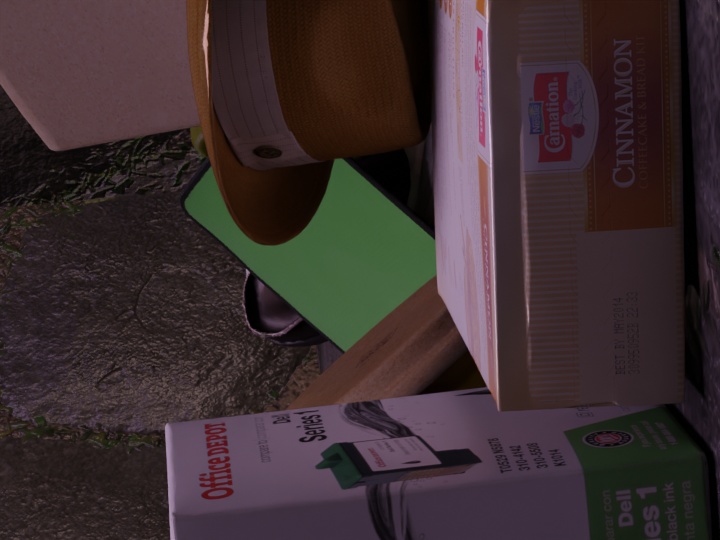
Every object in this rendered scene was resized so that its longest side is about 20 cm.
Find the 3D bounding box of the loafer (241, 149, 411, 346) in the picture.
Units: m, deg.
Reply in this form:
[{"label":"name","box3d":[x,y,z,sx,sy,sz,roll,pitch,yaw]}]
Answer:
[{"label":"loafer","box3d":[-0.023,-0.019,1.506,0.200,0.071,0.073,-45,50,51]}]

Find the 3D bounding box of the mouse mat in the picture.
[{"label":"mouse mat","box3d":[0.000,0.000,1.420,0.008,0.200,0.161,-51,3,-30]}]

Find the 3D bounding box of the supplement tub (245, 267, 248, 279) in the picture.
[{"label":"supplement tub","box3d":[-0.008,-0.079,1.708,0.145,0.145,0.200,97,167,-73]}]

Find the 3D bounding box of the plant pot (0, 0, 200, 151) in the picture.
[{"label":"plant pot","box3d":[-0.092,-0.168,1.319,0.200,0.200,0.177,-48,-55,-63]}]

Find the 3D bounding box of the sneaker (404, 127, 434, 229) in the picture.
[{"label":"sneaker","box3d":[0.056,-0.014,1.401,0.079,0.074,0.200,-109,13,-50]}]

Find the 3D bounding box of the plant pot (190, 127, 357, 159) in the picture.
[{"label":"plant pot","box3d":[-0.033,-0.161,1.481,0.200,0.200,0.193,101,167,-76]}]

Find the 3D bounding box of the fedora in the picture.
[{"label":"fedora","box3d":[-0.011,-0.104,1.156,0.201,0.082,0.201,0,-90,-74]}]

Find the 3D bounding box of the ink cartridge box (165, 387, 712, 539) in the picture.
[{"label":"ink cartridge box","box3d":[0.024,0.103,1.043,0.146,0.199,0.085,-117,22,-78]}]

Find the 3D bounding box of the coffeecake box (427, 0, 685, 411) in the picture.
[{"label":"coffeecake box","box3d":[0.073,-0.044,1.060,0.200,0.073,0.154,-110,18,-77]}]

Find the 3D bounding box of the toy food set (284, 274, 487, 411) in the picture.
[{"label":"toy food set","box3d":[0.021,0.054,1.274,0.049,0.200,0.198,49,178,-4]}]
